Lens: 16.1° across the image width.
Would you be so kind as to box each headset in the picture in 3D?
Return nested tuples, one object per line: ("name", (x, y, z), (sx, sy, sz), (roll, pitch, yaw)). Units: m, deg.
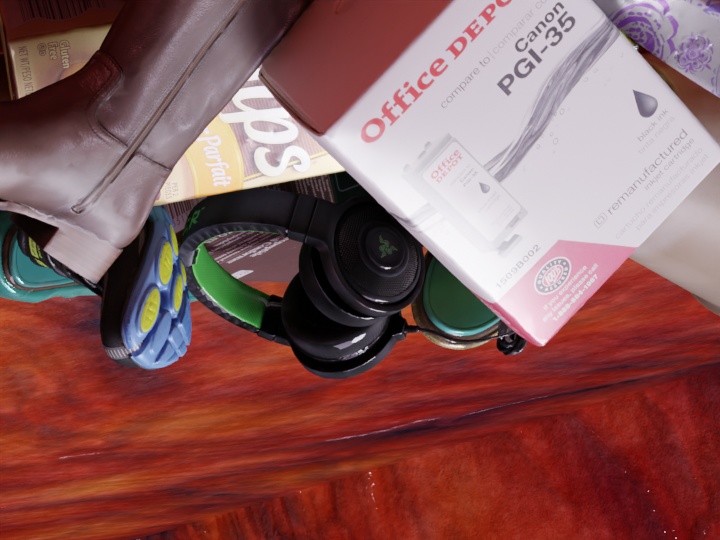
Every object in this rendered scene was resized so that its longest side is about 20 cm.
("headset", (0.000, 0.000, 1.404), (0.199, 0.094, 0.124), (19, 150, -2))

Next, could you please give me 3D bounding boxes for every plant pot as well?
("plant pot", (0.227, -0.068, 1.647), (0.173, 0.201, 0.200), (8, 159, -37))

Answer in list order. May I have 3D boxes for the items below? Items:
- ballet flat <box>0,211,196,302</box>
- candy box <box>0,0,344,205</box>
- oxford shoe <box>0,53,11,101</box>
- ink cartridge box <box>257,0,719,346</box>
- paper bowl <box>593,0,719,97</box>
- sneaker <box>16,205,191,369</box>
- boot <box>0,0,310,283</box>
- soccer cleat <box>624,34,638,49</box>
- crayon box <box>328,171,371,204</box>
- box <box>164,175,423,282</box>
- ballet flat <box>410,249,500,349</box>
("ballet flat", (-0.165, -0.014, 1.565), (0.070, 0.068, 0.199), (9, -174, 41))
("candy box", (-0.081, -0.099, 1.308), (0.199, 0.055, 0.116), (-10, 129, -9))
("oxford shoe", (-0.118, -0.115, 1.362), (0.199, 0.072, 0.071), (-9, 140, -11))
("ink cartridge box", (0.067, -0.079, 1.284), (0.147, 0.083, 0.200), (-46, 129, 3))
("paper bowl", (0.200, -0.147, 1.253), (0.200, 0.105, 0.201), (32, 177, 2))
("sneaker", (-0.138, -0.009, 1.352), (0.082, 0.200, 0.071), (-16, 127, -6))
("boot", (-0.118, -0.112, 1.183), (0.200, 0.064, 0.186), (-52, 144, -1))
("soccer cleat", (0.118, -0.137, 1.498), (0.081, 0.068, 0.200), (-6, 165, 16))
("crayon box", (0.050, -0.084, 1.495), (0.051, 0.127, 0.200), (-19, 168, 32))
("box", (-0.049, -0.040, 1.515), (0.100, 0.075, 0.199), (-26, 164, 38))
("ballet flat", (0.074, -0.007, 1.601), (0.070, 0.071, 0.200), (-21, -151, 38))
